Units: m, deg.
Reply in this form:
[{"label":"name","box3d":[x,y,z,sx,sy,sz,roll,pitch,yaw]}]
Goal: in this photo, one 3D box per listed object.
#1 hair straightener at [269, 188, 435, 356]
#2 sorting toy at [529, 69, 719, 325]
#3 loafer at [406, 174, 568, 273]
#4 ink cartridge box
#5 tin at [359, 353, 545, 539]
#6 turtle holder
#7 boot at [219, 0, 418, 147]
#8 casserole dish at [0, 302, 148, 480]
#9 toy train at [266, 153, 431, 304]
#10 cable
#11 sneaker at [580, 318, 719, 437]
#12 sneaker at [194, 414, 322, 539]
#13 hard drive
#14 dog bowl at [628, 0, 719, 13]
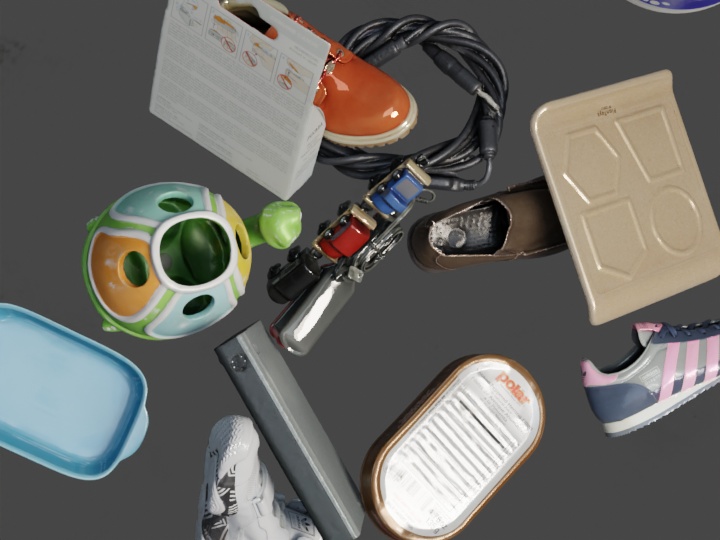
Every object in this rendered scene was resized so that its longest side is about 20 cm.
[{"label":"hair straightener","box3d":[0.000,0.000,1.435,0.200,0.077,0.041,-45,109,-5]},{"label":"sorting toy","box3d":[0.243,-0.069,1.435,0.184,0.036,0.203,-18,93,-35]},{"label":"loafer","box3d":[0.142,-0.040,1.443,0.198,0.071,0.074,-19,90,-3]},{"label":"ink cartridge box","box3d":[-0.099,-0.175,1.365,0.159,0.201,0.047,34,51,11]},{"label":"tin","box3d":[0.087,0.163,1.434,0.112,0.042,0.200,47,74,-9]},{"label":"turtle holder","box3d":[-0.149,-0.007,1.394,0.183,0.131,0.143,13,78,-23]},{"label":"boot","box3d":[-0.043,-0.177,1.384,0.198,0.107,0.076,25,74,20]},{"label":"casserole dish","box3d":[-0.287,0.110,1.438,0.198,0.039,0.122,25,88,-3]},{"label":"toy train","box3d":[-0.013,-0.035,1.410,0.034,0.046,0.200,39,115,-23]},{"label":"cable","box3d":[0.035,-0.158,1.439,0.197,0.051,0.165,7,81,6]},{"label":"sneaker","box3d":[0.295,0.072,1.450,0.199,0.070,0.083,-31,94,-4]},{"label":"sneaker","box3d":[-0.084,0.206,1.398,0.113,0.076,0.202,4,130,-11]},{"label":"hard drive","box3d":[-0.059,0.143,1.397,0.033,0.140,0.202,-29,91,4]},{"label":"dog bowl","box3d":[0.300,-0.344,1.450,0.197,0.079,0.203,0,90,-3]}]
